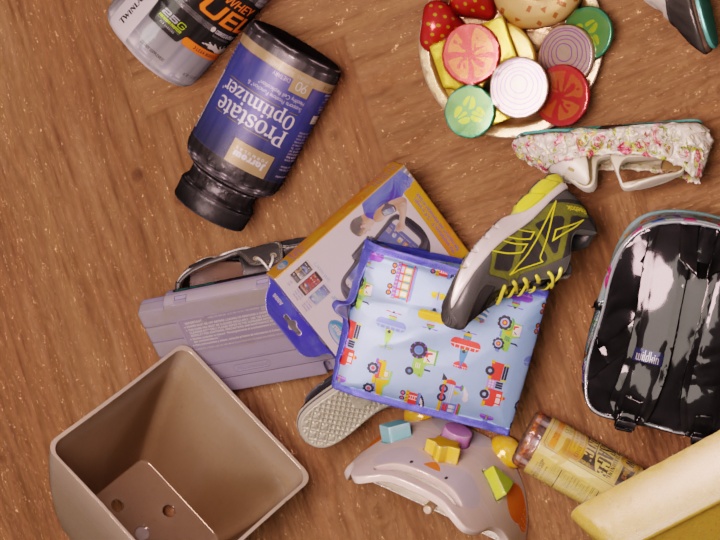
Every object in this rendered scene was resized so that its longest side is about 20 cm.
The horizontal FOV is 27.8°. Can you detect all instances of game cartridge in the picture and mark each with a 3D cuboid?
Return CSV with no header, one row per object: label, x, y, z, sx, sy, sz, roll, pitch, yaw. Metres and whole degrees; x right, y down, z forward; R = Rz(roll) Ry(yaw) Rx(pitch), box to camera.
game cartridge,-0.124,0.066,1.548,0.198,0.039,0.131,-11,120,16

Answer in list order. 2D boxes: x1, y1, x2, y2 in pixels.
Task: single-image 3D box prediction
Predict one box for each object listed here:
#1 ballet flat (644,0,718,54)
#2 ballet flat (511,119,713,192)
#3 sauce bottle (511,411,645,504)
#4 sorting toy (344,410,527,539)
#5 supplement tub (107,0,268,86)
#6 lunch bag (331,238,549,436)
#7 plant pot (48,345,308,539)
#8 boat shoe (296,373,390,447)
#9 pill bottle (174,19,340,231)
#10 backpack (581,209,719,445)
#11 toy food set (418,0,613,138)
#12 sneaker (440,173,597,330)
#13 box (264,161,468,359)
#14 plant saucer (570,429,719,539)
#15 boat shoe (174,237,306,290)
ballet flat,0.299,-0.301,1.405,0.068,0.068,0.203,-10,81,28
ballet flat,0.244,-0.110,1.425,0.197,0.076,0.065,-3,76,19
sauce bottle,0.250,0.213,1.455,0.198,0.066,0.067,28,102,6
sorting toy,0.072,0.211,1.452,0.198,0.180,0.108,23,101,15
supplement tub,-0.160,-0.302,1.520,0.123,0.122,0.200,47,106,9
lunch bag,0.067,0.062,1.447,0.198,0.094,0.152,13,99,-12
plant pot,-0.209,0.240,1.532,0.200,0.200,0.177,45,141,9
boat shoe,0.019,0.113,1.522,0.199,0.062,0.075,-33,106,3
pill bottle,-0.112,-0.148,1.521,0.111,0.112,0.201,32,103,13
backpack,0.307,0.044,1.377,0.175,0.151,0.203,11,106,10
toy food set,0.153,-0.230,1.462,0.198,0.049,0.200,-21,88,18
sneaker,0.155,-0.009,1.381,0.084,0.075,0.200,39,65,9
box,0.000,0.000,1.472,0.200,0.041,0.119,-42,109,-9
plant saucer,0.330,0.249,1.375,0.199,0.049,0.200,-31,127,17
boat shoe,-0.102,0.007,1.554,0.198,0.068,0.073,-8,90,17
